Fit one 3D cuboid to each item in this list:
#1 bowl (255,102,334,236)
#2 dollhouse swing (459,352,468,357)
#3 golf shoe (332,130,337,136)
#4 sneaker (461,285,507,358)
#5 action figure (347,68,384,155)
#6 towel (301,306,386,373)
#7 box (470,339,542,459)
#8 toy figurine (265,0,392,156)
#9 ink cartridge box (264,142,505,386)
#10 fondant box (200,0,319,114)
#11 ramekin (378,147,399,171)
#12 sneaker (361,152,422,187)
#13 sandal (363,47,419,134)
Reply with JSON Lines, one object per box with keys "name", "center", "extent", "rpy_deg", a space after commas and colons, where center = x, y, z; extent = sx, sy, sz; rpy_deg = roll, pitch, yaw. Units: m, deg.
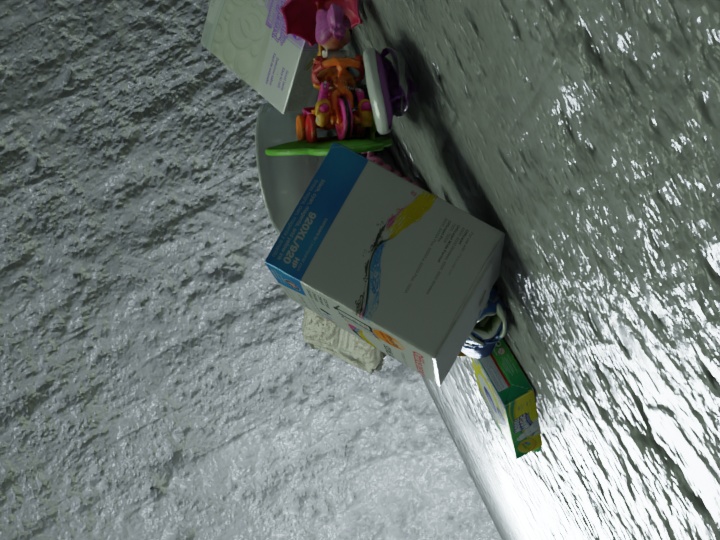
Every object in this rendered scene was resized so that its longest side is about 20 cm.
{"name": "bowl", "center": [-0.079, -0.147, 1.487], "extent": [0.201, 0.088, 0.206], "rpy_deg": [-7, -90, -78]}
{"name": "dollhouse swing", "center": [0.074, 0.049, 1.637], "extent": [0.198, 0.174, 0.186], "rpy_deg": [8, -102, -47]}
{"name": "golf shoe", "center": [-0.066, -0.230, 1.567], "extent": [0.075, 0.091, 0.200], "rpy_deg": [48, 178, 42]}
{"name": "sneaker", "center": [0.133, 0.062, 1.211], "extent": [0.201, 0.075, 0.078], "rpy_deg": [66, 180, -59]}
{"name": "action figure", "center": [-0.013, -0.223, 1.457], "extent": [0.131, 0.069, 0.200], "rpy_deg": [58, 179, 15]}
{"name": "towel", "center": [-0.018, 0.033, 1.360], "extent": [0.131, 0.034, 0.204], "rpy_deg": [20, 123, 27]}
{"name": "box", "center": [0.193, 0.167, 1.377], "extent": [0.118, 0.048, 0.201], "rpy_deg": [62, 178, 35]}
{"name": "toy figurine", "center": [-0.037, -0.226, 1.143], "extent": [0.200, 0.147, 0.188], "rpy_deg": [-147, 52, -74]}
{"name": "ink cartridge box", "center": [0.030, -0.003, 1.062], "extent": [0.198, 0.146, 0.147], "rpy_deg": [28, 169, 14]}
{"name": "fondant box", "center": [-0.121, -0.322, 1.367], "extent": [0.200, 0.058, 0.146], "rpy_deg": [42, 126, 30]}
{"name": "ramekin", "center": [0.025, -0.097, 1.594], "extent": [0.205, 0.093, 0.202], "rpy_deg": [63, 177, 6]}
{"name": "sneaker", "center": [0.010, -0.101, 1.385], "extent": [0.199, 0.096, 0.079], "rpy_deg": [39, 173, 40]}
{"name": "sandal", "center": [0.035, -0.193, 1.062], "extent": [0.203, 0.049, 0.084], "rpy_deg": [-77, -27, -73]}
